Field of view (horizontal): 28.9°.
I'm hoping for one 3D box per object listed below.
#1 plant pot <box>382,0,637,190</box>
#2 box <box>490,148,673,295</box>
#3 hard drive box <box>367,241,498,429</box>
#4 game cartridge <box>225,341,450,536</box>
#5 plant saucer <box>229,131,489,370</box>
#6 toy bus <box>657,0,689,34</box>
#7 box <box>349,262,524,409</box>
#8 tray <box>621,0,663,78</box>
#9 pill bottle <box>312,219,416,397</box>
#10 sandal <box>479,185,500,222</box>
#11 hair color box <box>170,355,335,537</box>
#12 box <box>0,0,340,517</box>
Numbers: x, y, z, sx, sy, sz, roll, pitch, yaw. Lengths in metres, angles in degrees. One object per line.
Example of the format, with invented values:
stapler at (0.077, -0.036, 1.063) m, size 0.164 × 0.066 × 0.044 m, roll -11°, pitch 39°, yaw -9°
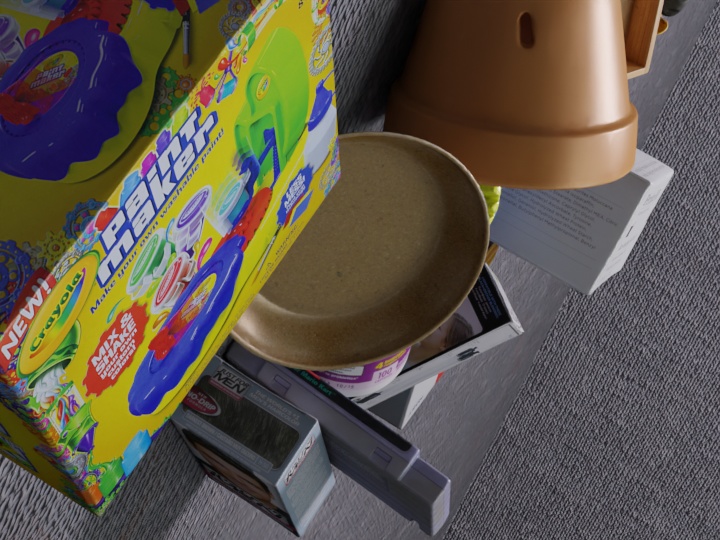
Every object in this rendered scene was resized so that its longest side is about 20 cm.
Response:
plant pot at (0.122, -0.161, 1.073) m, size 0.200 × 0.199 × 0.141 m, roll -38°, pitch 138°, yaw -58°
box at (0.200, -0.089, 1.450) m, size 0.131 × 0.199 × 0.199 m, roll -64°, pitch 166°, yaw 16°
hard drive box at (0.068, 0.048, 1.508) m, size 0.156 × 0.077 × 0.201 m, roll -50°, pitch 163°, yaw -37°
game cartridge at (-0.015, 0.129, 1.100) m, size 0.038 × 0.199 × 0.130 m, roll -50°, pitch 165°, yaw -20°
plant saucer at (-0.011, -0.018, 0.955) m, size 0.036 × 0.199 × 0.201 m, roll -112°, pitch -145°, yaw -50°
toy bus at (0.269, -0.347, 1.356) m, size 0.192 × 0.135 × 0.201 m, roll -79°, pitch -169°, yaw -73°
box at (0.046, 0.069, 1.283) m, size 0.199 × 0.060 × 0.117 m, roll -26°, pitch 168°, yaw 8°
tray at (0.226, -0.259, 1.216) m, size 0.098 × 0.037 × 0.201 m, roll -20°, pitch 131°, yaw -33°
pill bottle at (0.000, 0.000, 1.080) m, size 0.112 × 0.112 × 0.201 m, roll -51°, pitch 164°, yaw -36°
sandal at (0.104, -0.106, 1.299) m, size 0.087 × 0.079 × 0.201 m, roll -37°, pitch 146°, yaw -77°
hair color box at (-0.081, 0.143, 1.102) m, size 0.061 × 0.099 × 0.200 m, roll -55°, pitch 166°, yaw -17°
box at (-0.113, -0.037, 0.568) m, size 0.201 × 0.121 × 0.193 m, roll -56°, pitch 165°, yaw -20°
